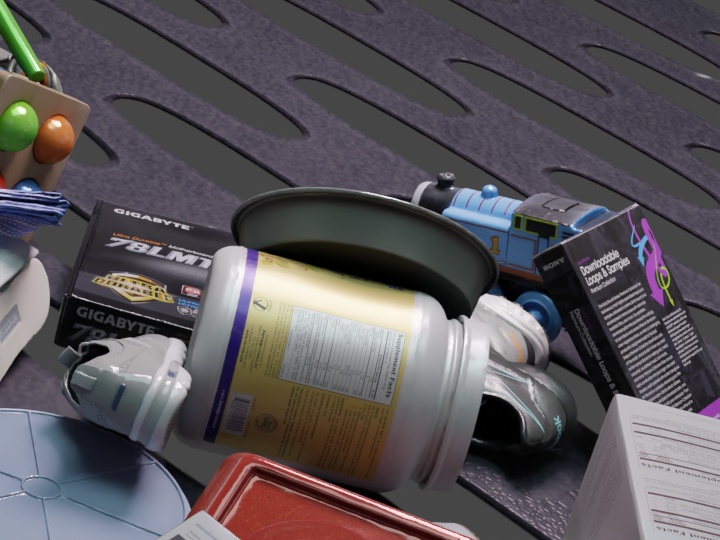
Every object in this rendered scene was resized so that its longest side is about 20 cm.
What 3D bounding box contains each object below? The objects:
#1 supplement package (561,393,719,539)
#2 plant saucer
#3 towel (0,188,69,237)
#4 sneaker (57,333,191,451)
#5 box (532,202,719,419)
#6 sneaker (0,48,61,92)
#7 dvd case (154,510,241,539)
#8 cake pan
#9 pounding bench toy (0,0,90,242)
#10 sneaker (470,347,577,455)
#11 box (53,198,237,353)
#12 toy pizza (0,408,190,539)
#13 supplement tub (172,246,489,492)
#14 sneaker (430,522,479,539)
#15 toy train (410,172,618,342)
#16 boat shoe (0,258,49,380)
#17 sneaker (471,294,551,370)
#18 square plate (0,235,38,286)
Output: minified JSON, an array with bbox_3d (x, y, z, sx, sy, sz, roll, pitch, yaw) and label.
[{"bbox_3d":[0.217,0.205,1.496,0.150,0.153,0.200,14,23,-6],"label":"supplement package"},{"bbox_3d":[-0.033,0.198,1.398,0.199,0.037,0.200,19,46,15],"label":"plant saucer"},{"bbox_3d":[-0.311,-0.032,1.705,0.144,0.024,0.200,4,-11,-29],"label":"towel"},{"bbox_3d":[-0.164,0.067,1.576,0.082,0.075,0.200,27,-5,-11],"label":"sneaker"},{"bbox_3d":[0.217,0.057,1.819,0.143,0.036,0.201,-23,89,-56],"label":"box"},{"bbox_3d":[-0.295,-0.157,2.042,0.074,0.080,0.200,2,25,-26],"label":"sneaker"},{"bbox_3d":[-0.115,0.226,1.307,0.200,0.025,0.150,-31,49,-33],"label":"dvd case"},{"bbox_3d":[0.000,0.000,1.700,0.199,0.200,0.037,14,67,-6],"label":"cake pan"},{"bbox_3d":[-0.295,-0.141,1.833,0.155,0.201,0.124,28,4,26],"label":"pounding bench toy"},{"bbox_3d":[0.067,0.080,1.775,0.199,0.076,0.079,25,27,19],"label":"sneaker"},{"bbox_3d":[-0.125,0.022,1.812,0.199,0.050,0.199,15,24,-4],"label":"box"},{"bbox_3d":[-0.206,0.150,1.494,0.199,0.032,0.200,13,24,-6],"label":"toy pizza"},{"bbox_3d":[-0.021,0.073,1.643,0.199,0.146,0.146,14,23,-6],"label":"supplement tub"},{"bbox_3d":[0.053,0.218,1.463,0.112,0.072,0.200,6,18,-32],"label":"sneaker"},{"bbox_3d":[0.117,-0.013,1.934,0.199,0.115,0.087,15,20,29],"label":"toy train"},{"bbox_3d":[-0.286,0.042,1.645,0.068,0.072,0.200,-3,27,19],"label":"boat shoe"},{"bbox_3d":[0.053,0.035,1.871,0.199,0.074,0.079,28,31,24],"label":"sneaker"},{"bbox_3d":[-0.350,0.010,1.626,0.199,0.029,0.198,-1,19,15],"label":"square plate"}]
